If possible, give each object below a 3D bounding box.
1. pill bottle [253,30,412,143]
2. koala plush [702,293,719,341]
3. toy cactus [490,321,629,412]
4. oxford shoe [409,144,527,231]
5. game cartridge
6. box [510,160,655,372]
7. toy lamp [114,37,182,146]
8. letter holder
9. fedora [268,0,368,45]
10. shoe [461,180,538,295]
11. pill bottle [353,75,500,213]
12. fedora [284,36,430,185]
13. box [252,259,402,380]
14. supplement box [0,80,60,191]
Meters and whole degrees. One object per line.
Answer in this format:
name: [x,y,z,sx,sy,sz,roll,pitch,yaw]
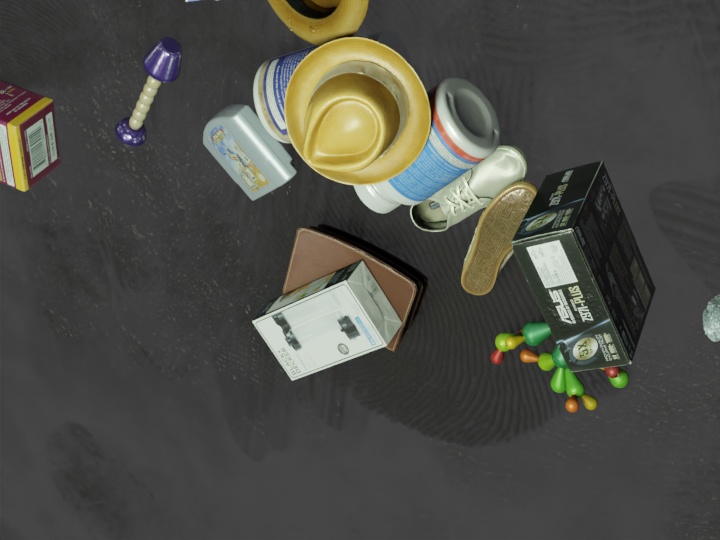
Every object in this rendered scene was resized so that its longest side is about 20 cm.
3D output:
pill bottle: [-0.035,-0.242,1.262,0.197,0.116,0.117,-8,120,35]
koala plush: [0.510,0.108,1.140,0.177,0.201,0.184,41,134,-3]
toy cactus: [0.283,0.105,1.362,0.197,0.102,0.168,22,123,27]
oxford shoe: [0.142,-0.105,1.302,0.198,0.058,0.076,-27,105,40]
game cartridge: [-0.166,-0.171,1.392,0.133,0.042,0.199,46,163,-12]
box: [0.285,-0.005,1.216,0.085,0.164,0.202,-12,118,36]
toy lamp: [-0.317,-0.269,1.456,0.058,0.058,0.200,39,137,-2]
letter holder: [0.000,0.000,1.439,0.197,0.101,0.144,26,131,11]
fedora: [-0.047,-0.379,1.166,0.198,0.081,0.204,26,132,32]
shoe: [0.188,-0.052,1.316,0.069,0.054,0.202,24,132,-2]
pill bottle: [0.079,-0.155,1.262,0.113,0.113,0.199,48,132,-10]
fedora: [-0.014,-0.177,1.165,0.196,0.082,0.204,10,124,15]
box: [-0.051,0.077,1.413,0.198,0.060,0.118,-22,108,37]
supplement box: [-0.619,-0.240,1.626,0.197,0.104,0.133,22,133,14]
